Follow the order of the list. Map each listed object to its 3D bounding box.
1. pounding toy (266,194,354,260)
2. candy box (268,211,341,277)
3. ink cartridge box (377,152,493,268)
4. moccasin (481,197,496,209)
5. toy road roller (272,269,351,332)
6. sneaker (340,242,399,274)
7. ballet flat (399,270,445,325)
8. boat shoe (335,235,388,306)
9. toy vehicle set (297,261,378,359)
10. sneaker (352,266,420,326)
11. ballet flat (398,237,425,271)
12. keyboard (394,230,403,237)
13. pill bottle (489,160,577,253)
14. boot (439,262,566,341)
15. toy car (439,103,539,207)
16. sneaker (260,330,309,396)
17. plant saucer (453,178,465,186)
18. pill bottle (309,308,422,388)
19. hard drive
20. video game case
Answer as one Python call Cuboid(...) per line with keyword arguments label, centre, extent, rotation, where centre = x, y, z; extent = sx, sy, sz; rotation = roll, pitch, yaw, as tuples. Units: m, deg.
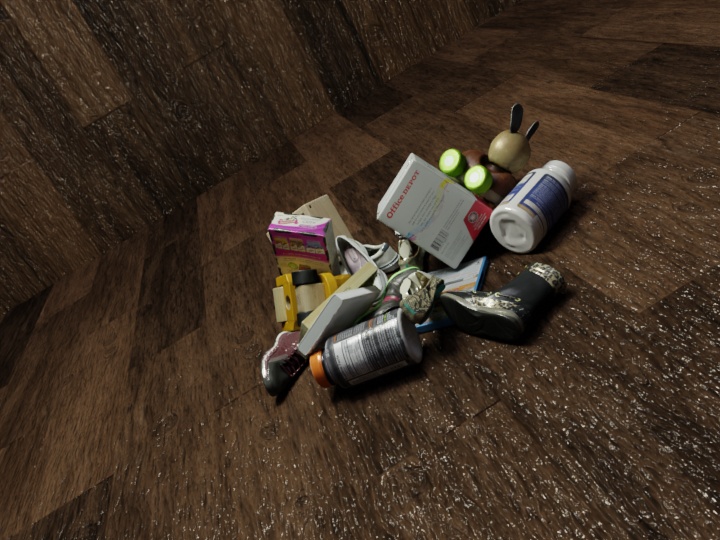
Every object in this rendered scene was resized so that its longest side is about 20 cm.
Cuboid(label="pounding toy", centre=(-0.136, -0.045, 1.903), extent=(0.199, 0.186, 0.142), rotation=(-31, 0, 38))
Cuboid(label="candy box", centre=(-0.122, -0.035, 1.759), extent=(0.134, 0.202, 0.061), rotation=(8, 48, 15))
Cuboid(label="ink cartridge box", centre=(0.151, -0.129, 1.622), extent=(0.146, 0.199, 0.145), rotation=(-56, 7, 13))
Cuboid(label="moccasin", centre=(0.268, -0.160, 1.778), extent=(0.073, 0.078, 0.200), rotation=(-40, 24, -28))
Cuboid(label="toy road roller", centre=(-0.099, 0.064, 1.715), extent=(0.144, 0.125, 0.199), rotation=(-6, -5, -27))
Cuboid(label="sneaker", centre=(0.005, -0.025, 1.832), extent=(0.198, 0.071, 0.073), rotation=(-16, 26, 36))
Cuboid(label="ballet flat", centre=(0.113, 0.039, 1.447), extent=(0.068, 0.075, 0.200), rotation=(-48, -1, 22))
Cuboid(label="boat shoe", centre=(0.001, -0.002, 1.723), extent=(0.074, 0.065, 0.203), rotation=(-41, 47, 15))
Cuboid(label="toy vehicle set", centre=(-0.046, 0.080, 1.555), extent=(0.200, 0.026, 0.125), rotation=(-43, -17, -28))
Cuboid(label="sneaker", centre=(0.069, 0.080, 1.547), extent=(0.201, 0.077, 0.083), rotation=(-51, 34, -17))
Cuboid(label="ballet flat", centre=(0.114, -0.047, 1.755), extent=(0.067, 0.063, 0.201), rotation=(-25, 23, 12))
Cuboid(label="keyboard", centre=(0.173, -0.137, 1.754), extent=(0.197, 0.021, 0.129), rotation=(-3, 69, 19))
Cuboid(label="pill bottle", centre=(0.358, -0.136, 1.573), extent=(0.110, 0.112, 0.200), rotation=(0, 37, 51))
Cuboid(label="boot", centre=(0.253, 0.047, 1.382), extent=(0.153, 0.074, 0.203), rotation=(-37, 27, -23))
Cuboid(label="toy car", centre=(0.295, -0.249, 1.630), extent=(0.158, 0.163, 0.201), rotation=(41, 102, 39))
Cuboid(label="sneaker", centre=(-0.131, 0.173, 1.591), extent=(0.114, 0.076, 0.201), rotation=(-19, 24, 18))
Cuboid(label="plant saucer", centre=(0.267, -0.210, 1.834), extent=(0.197, 0.032, 0.200), rotation=(-11, -10, -2))
Cuboid(label="pill bottle", centre=(0.006, 0.151, 1.420), extent=(0.198, 0.107, 0.107), rotation=(-22, 24, 19))
Cuboid(label="hard drive", centre=(-0.037, 0.094, 1.510), extent=(0.133, 0.026, 0.200), rotation=(-55, -16, 16))
Cuboid(label="video game case", centre=(0.173, 0.049, 1.542), extent=(0.142, 0.018, 0.201), rotation=(-17, 26, 29))
